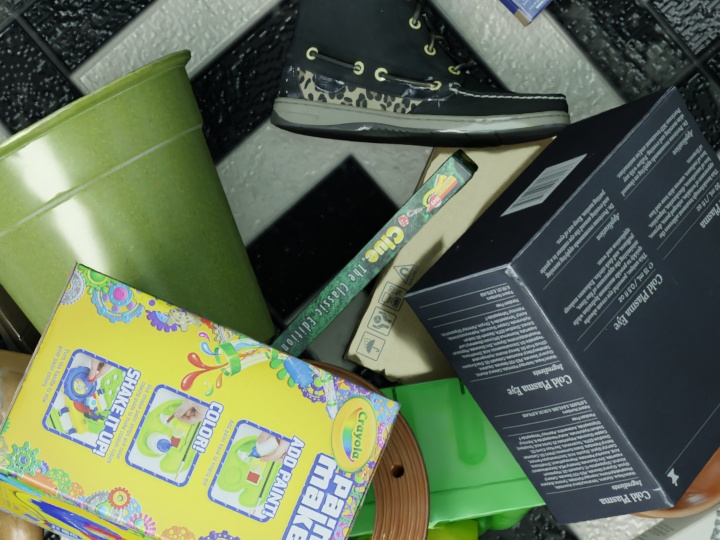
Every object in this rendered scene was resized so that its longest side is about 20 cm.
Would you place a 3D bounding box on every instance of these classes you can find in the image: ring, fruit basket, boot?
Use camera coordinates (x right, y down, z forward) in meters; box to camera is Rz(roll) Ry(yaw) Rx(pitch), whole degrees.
[{"bbox_3d":[-0.049,0.154,1.422,0.200,0.019,0.201,-7,71,21],"label":"ring"},{"bbox_3d":[0.038,0.173,1.480,0.215,0.156,0.216,0,86,3],"label":"fruit basket"},{"bbox_3d":[0.042,-0.162,1.523,0.203,0.073,0.154,3,86,15],"label":"boot"}]

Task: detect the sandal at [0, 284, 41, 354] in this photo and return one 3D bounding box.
[{"bbox_3d":[-0.201,0.073,1.527,0.082,0.055,0.200,-24,74,-35],"label":"sandal"}]

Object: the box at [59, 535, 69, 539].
[{"bbox_3d":[-0.142,0.220,1.407,0.110,0.035,0.201,5,74,24],"label":"box"}]

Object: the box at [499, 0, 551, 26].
[{"bbox_3d":[0.084,-0.280,1.562,0.200,0.032,0.121,44,87,-2],"label":"box"}]

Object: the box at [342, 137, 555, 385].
[{"bbox_3d":[0.101,0.002,1.560,0.163,0.021,0.201,24,87,-2],"label":"box"}]

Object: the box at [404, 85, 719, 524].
[{"bbox_3d":[0.159,0.022,1.416,0.200,0.104,0.182,-44,106,-36],"label":"box"}]

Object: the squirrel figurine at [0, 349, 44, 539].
[{"bbox_3d":[-0.272,0.141,1.483,0.141,0.200,0.187,-17,123,-31],"label":"squirrel figurine"}]

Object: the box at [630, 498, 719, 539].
[{"bbox_3d":[0.284,0.172,1.542,0.200,0.068,0.082,-31,90,-2],"label":"box"}]

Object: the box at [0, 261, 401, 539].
[{"bbox_3d":[-0.097,0.106,1.293,0.192,0.200,0.122,23,75,-1],"label":"box"}]

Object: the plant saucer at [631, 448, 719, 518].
[{"bbox_3d":[0.190,0.065,1.520,0.200,0.032,0.201,8,75,-31],"label":"plant saucer"}]

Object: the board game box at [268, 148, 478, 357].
[{"bbox_3d":[0.000,0.000,1.498,0.023,0.105,0.200,44,99,2],"label":"board game box"}]

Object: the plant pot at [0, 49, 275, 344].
[{"bbox_3d":[-0.150,-0.011,1.463,0.200,0.200,0.190,-30,92,-3],"label":"plant pot"}]
